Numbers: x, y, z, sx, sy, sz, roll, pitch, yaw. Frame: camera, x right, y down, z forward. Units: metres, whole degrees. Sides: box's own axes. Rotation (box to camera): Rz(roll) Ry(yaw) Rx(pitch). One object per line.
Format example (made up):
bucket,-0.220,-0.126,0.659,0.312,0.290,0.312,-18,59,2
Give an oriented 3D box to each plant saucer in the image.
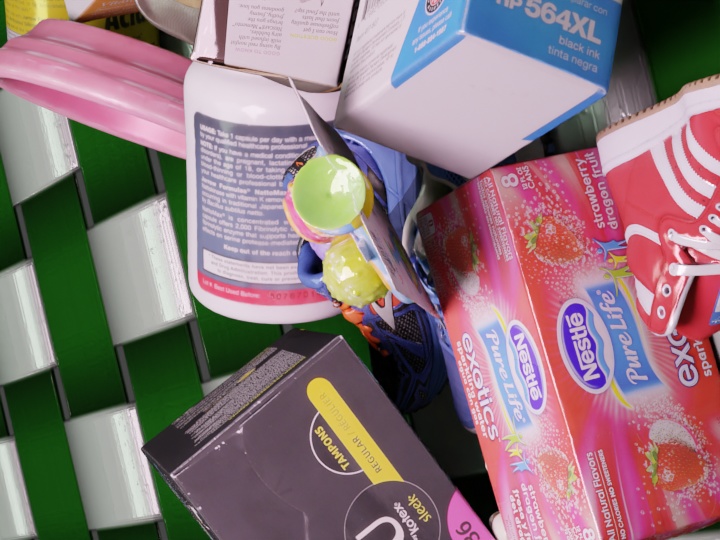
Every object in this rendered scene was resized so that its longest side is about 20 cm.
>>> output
plant saucer,-0.148,-0.118,1.636,0.200,0.200,0.051,11,81,62

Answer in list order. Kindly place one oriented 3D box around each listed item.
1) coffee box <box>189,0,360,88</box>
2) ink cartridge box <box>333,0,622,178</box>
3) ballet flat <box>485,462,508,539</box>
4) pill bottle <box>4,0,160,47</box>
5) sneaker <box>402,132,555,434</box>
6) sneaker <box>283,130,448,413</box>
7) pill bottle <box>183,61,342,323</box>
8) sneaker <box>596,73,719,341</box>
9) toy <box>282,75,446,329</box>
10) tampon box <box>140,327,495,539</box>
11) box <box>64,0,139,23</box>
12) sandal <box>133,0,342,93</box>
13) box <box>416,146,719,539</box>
coffee box,-0.026,-0.203,1.269,0.113,0.079,0.201,-70,-9,-79
ink cartridge box,0.068,-0.166,1.189,0.146,0.084,0.201,-31,43,62
ballet flat,0.098,0.120,1.366,0.067,0.063,0.201,28,126,57
pill bottle,-0.202,-0.228,1.757,0.111,0.111,0.201,31,129,56
sneaker,0.058,0.001,1.379,0.076,0.077,0.201,34,132,52
sneaker,0.000,0.000,1.454,0.075,0.078,0.201,35,145,55
pill bottle,-0.049,-0.080,1.510,0.119,0.119,0.201,36,132,53
sneaker,0.175,-0.031,1.138,0.200,0.071,0.113,152,108,-71
toy,-0.009,-0.022,1.250,0.116,0.047,0.200,63,-179,10
tampon box,-0.028,0.129,1.440,0.150,0.126,0.200,52,173,-7
box,-0.111,-0.239,1.559,0.200,0.124,0.098,-29,76,63
sandal,-0.066,-0.151,1.395,0.199,0.054,0.082,22,109,36
box,0.114,0.044,1.261,0.095,0.099,0.201,-30,73,63
